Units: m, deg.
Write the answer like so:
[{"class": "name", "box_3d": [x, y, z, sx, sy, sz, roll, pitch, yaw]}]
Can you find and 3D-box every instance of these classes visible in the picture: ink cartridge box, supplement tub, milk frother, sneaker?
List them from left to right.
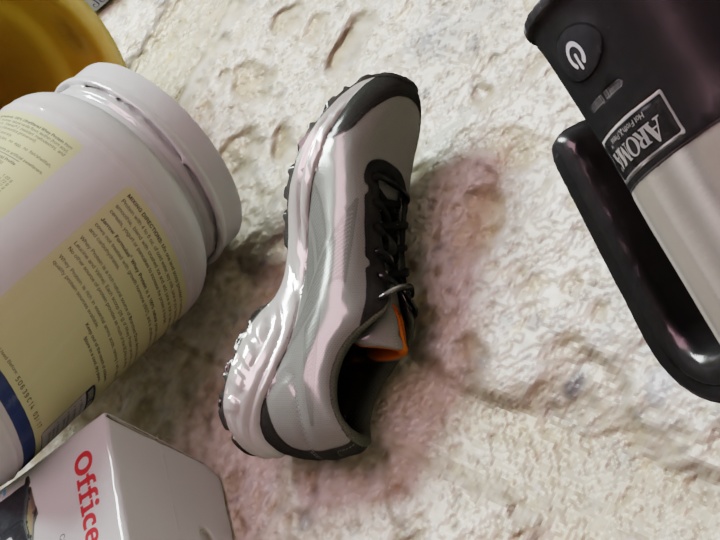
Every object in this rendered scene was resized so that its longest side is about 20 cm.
[{"class": "supplement tub", "box_3d": [-0.171, 0.000, 1.044, 0.145, 0.145, 0.200, 14, 50, 46]}, {"class": "ink cartridge box", "box_3d": [-0.158, 0.188, 0.999, 0.200, 0.083, 0.146, -37, 45, 20]}, {"class": "sneaker", "box_3d": [0.000, 0.000, 0.989, 0.079, 0.074, 0.201, 8, 77, 35]}, {"class": "milk frother", "box_3d": [0.191, -0.056, 0.807, 0.199, 0.181, 0.189, -28, 81, -10]}]

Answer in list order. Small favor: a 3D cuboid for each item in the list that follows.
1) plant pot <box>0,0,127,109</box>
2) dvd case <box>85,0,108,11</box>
[{"class": "plant pot", "box_3d": [-0.258, -0.078, 1.188, 0.189, 0.200, 0.201, -1, 64, 60]}, {"class": "dvd case", "box_3d": [-0.182, -0.224, 1.323, 0.200, 0.018, 0.143, -36, 47, 21]}]
